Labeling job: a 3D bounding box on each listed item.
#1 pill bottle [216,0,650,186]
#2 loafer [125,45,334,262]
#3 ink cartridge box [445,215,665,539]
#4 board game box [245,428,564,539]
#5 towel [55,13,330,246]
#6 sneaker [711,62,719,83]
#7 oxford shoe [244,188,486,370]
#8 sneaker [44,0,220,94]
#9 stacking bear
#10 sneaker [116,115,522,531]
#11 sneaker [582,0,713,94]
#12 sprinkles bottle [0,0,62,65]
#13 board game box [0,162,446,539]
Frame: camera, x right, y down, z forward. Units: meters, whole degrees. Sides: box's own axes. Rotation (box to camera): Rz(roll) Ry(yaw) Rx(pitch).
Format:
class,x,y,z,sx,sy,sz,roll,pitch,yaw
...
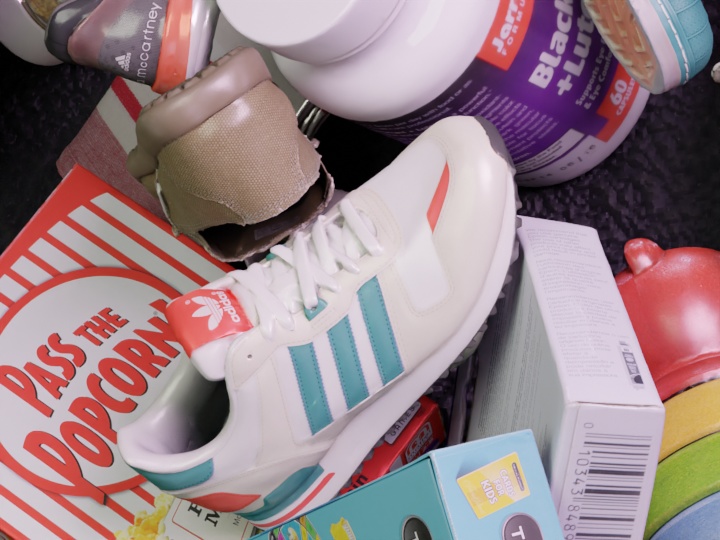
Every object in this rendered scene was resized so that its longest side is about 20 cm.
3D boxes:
class,x,y,z,sx,sy,sz,roll,pitch,yaw
pill bottle,0.030,-0.107,1.159,0.111,0.200,0.112,-8,75,33
loafer,-0.052,-0.038,1.147,0.076,0.200,0.068,-30,86,1
ink cartridge box,0.069,0.089,1.102,0.200,0.041,0.200,-103,18,-62
board game box,0.016,0.157,1.043,0.200,0.047,0.151,-30,74,56
towel,-0.059,-0.090,1.312,0.200,0.023,0.144,-52,40,13
sneaker,0.173,-0.086,1.122,0.077,0.089,0.200,-15,69,30
oxford shoe,0.000,0.000,1.191,0.200,0.058,0.075,21,100,65
sneaker,-0.095,-0.156,1.176,0.200,0.082,0.077,-89,10,-47
stacking bear,0.144,0.081,1.098,0.114,0.121,0.200,-35,54,26
sneaker,-0.020,0.018,1.091,0.200,0.093,0.070,-53,41,24
sneaker,0.113,-0.168,1.128,0.080,0.071,0.200,-17,69,-5
sprinkles bottle,-0.095,-0.166,1.324,0.200,0.068,0.068,-27,65,37
board game box,-0.088,0.069,1.202,0.200,0.046,0.152,33,75,18
